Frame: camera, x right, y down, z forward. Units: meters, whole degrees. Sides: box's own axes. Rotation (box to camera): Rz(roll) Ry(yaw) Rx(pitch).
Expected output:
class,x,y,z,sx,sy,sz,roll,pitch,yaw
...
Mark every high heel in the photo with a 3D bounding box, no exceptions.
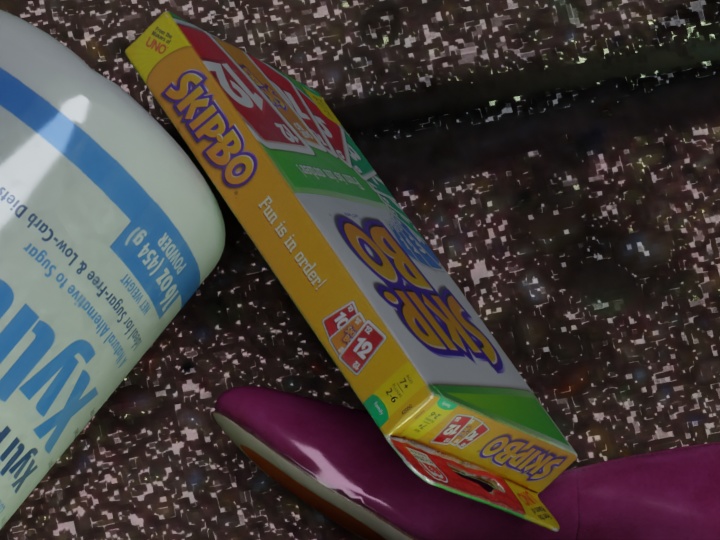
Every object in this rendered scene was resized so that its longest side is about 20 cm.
class,x,y,z,sx,sy,sz,roll,pitch,yaw
high heel,0.051,0.062,1.032,0.200,0.067,0.096,28,81,-14

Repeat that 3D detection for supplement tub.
class,x,y,z,sx,sy,sz,roll,pitch,yaw
supplement tub,-0.151,0.023,0.985,0.132,0.132,0.200,37,74,3

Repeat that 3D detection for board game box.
class,x,y,z,sx,sy,sz,roll,pitch,yaw
board game box,0.000,0.000,0.993,0.030,0.095,0.200,-42,57,16
